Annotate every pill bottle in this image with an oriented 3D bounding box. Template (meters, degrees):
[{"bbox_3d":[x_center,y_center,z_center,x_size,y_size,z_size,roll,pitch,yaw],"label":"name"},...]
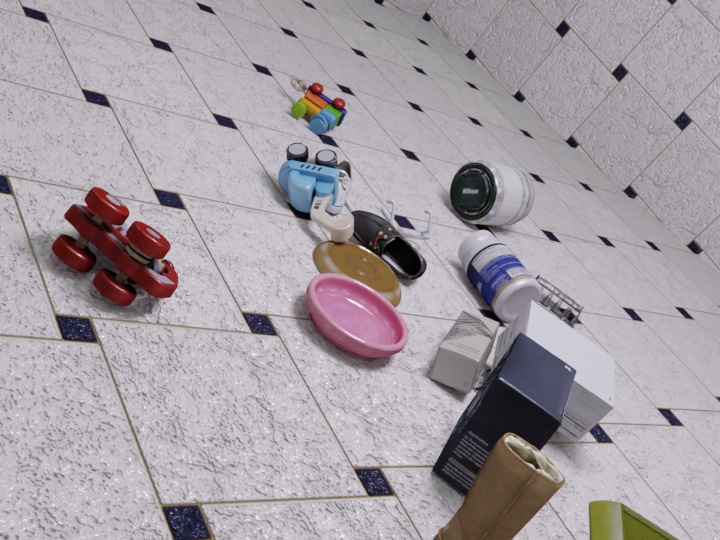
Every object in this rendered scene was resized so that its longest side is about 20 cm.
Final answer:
[{"bbox_3d":[0.301,0.007,2.060,0.115,0.116,0.201,11,32,-38],"label":"pill bottle"}]

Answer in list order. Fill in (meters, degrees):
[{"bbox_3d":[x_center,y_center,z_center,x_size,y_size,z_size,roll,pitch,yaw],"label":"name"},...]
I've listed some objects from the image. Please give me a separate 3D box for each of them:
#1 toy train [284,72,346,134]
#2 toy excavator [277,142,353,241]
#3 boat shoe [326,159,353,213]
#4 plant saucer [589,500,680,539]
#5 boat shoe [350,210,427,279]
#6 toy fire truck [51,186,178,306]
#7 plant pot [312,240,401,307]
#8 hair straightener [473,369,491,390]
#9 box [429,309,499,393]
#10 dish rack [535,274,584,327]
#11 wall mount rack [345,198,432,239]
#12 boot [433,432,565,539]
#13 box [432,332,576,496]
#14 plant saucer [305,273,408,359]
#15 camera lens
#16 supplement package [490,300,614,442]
[{"bbox_3d":[-0.143,-0.427,2.385,0.199,0.085,0.116,35,38,5],"label":"toy train"},{"bbox_3d":[-0.089,-0.149,1.909,0.192,0.100,0.201,12,48,10],"label":"toy excavator"},{"bbox_3d":[-0.051,-0.190,2.063,0.071,0.066,0.200,29,27,-2],"label":"boat shoe"},{"bbox_3d":[0.465,0.466,1.504,0.199,0.048,0.200,32,25,-1],"label":"plant saucer"},{"bbox_3d":[0.053,-0.058,1.928,0.201,0.074,0.063,40,4,7],"label":"boat shoe"},{"bbox_3d":[-0.349,-0.032,1.405,0.199,0.113,0.168,38,7,10],"label":"toy fire truck"},{"bbox_3d":[0.000,0.000,1.829,0.199,0.028,0.201,27,25,-13],"label":"plant pot"},{"bbox_3d":[0.293,0.233,1.747,0.198,0.041,0.077,18,28,-19],"label":"hair straightener"},{"bbox_3d":[0.195,0.146,1.725,0.081,0.069,0.200,19,22,11],"label":"box"},{"bbox_3d":[0.439,0.082,2.163,0.153,0.055,0.200,38,24,9],"label":"dish rack"},{"bbox_3d":[0.058,-0.116,2.062,0.199,0.075,0.173,11,-6,-40],"label":"wall mount rack"},{"bbox_3d":[0.209,0.343,1.246,0.174,0.201,0.066,34,25,4],"label":"boot"},{"bbox_3d":[0.229,0.234,1.467,0.117,0.201,0.197,35,24,6],"label":"box"},{"bbox_3d":[-0.012,0.086,1.632,0.199,0.051,0.201,26,25,-13],"label":"plant saucer"},{"bbox_3d":[0.340,-0.199,2.423,0.199,0.161,0.160,0,40,-49],"label":"camera lens"},{"bbox_3d":[0.354,0.182,1.714,0.199,0.111,0.156,35,33,-6],"label":"supplement package"}]
